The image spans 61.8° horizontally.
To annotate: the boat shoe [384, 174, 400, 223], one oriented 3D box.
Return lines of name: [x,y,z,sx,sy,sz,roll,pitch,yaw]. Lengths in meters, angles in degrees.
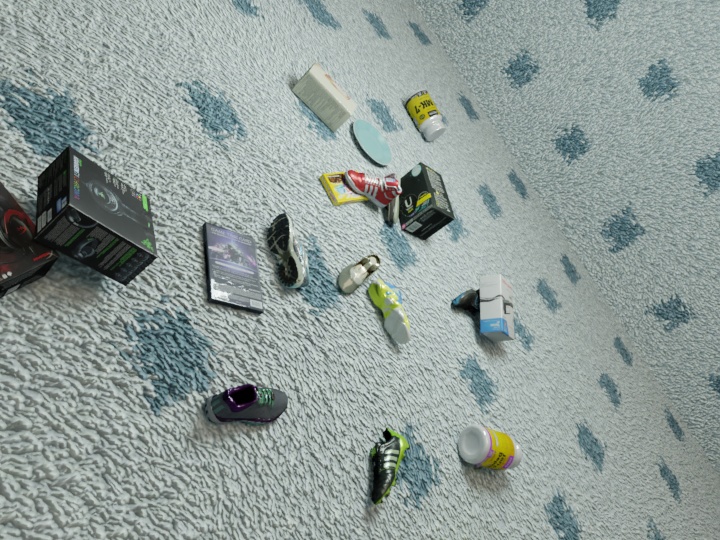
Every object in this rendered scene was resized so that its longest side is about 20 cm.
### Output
boat shoe: [0.103,-0.243,2.045,0.072,0.059,0.204,85,10,-55]

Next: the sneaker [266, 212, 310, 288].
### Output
sneaker: [-0.176,-0.046,1.519,0.086,0.077,0.204,19,53,-58]

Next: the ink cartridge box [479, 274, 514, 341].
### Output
ink cartridge box: [0.474,0.131,2.089,0.144,0.083,0.204,30,58,-55]

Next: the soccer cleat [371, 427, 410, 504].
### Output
soccer cleat: [0.052,0.448,1.381,0.080,0.068,0.200,34,33,1]

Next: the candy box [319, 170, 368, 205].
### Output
candy box: [-0.044,-0.263,1.903,0.199,0.026,0.104,-19,81,-56]

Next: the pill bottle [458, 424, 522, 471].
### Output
pill bottle: [0.371,0.503,1.691,0.198,0.104,0.106,25,43,-37]

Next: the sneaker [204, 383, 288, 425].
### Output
sneaker: [-0.204,0.260,1.186,0.198,0.087,0.076,5,57,-50]

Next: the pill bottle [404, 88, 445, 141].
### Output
pill bottle: [0.281,-0.669,2.592,0.113,0.114,0.203,-11,69,-54]

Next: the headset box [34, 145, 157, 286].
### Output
headset box: [-0.469,-0.092,1.087,0.200,0.092,0.176,40,19,-46]

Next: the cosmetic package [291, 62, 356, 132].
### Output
cosmetic package: [-0.119,-0.579,2.015,0.200,0.103,0.088,44,35,-19]

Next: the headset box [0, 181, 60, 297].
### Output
headset box: [-0.611,-0.057,0.955,0.201,0.075,0.149,53,33,-4]

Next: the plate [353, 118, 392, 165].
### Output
plate: [0.040,-0.462,2.184,0.199,0.025,0.203,34,38,-31]

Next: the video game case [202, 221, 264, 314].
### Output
video game case: [-0.291,-0.005,1.371,0.141,0.019,0.203,19,46,-43]

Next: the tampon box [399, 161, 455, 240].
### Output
tampon box: [0.216,-0.241,2.102,0.125,0.149,0.203,20,46,-41]

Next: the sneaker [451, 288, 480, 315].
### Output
sneaker: [0.387,0.112,2.083,0.198,0.073,0.083,-6,67,-52]

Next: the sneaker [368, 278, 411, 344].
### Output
sneaker: [0.104,0.110,1.721,0.104,0.075,0.203,-8,67,-54]

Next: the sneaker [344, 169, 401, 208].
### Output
sneaker: [0.047,-0.281,1.910,0.198,0.112,0.072,28,45,-39]

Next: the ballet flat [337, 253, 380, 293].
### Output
ballet flat: [0.000,0.000,1.695,0.068,0.063,0.200,53,33,-2]
